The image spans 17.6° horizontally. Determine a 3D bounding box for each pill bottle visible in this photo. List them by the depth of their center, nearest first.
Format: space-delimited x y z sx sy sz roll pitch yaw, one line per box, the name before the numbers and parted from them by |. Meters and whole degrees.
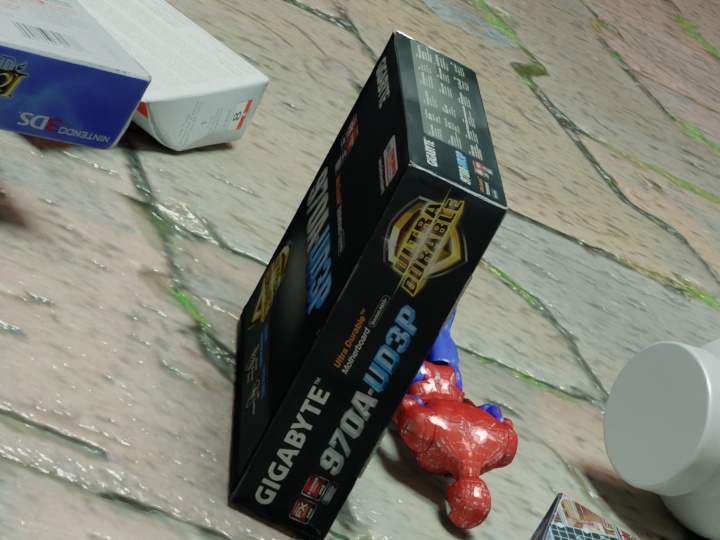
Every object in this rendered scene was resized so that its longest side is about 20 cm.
pill bottle | 0.218 0.093 1.180 0.199 0.105 0.104 18 21 -36

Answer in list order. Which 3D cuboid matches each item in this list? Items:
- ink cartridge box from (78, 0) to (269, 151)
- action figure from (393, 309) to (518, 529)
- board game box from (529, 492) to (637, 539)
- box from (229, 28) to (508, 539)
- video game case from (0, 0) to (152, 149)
ink cartridge box | -0.163 -0.120 1.260 0.162 0.050 0.200 37 27 18
action figure | 0.030 0.051 1.082 0.065 0.052 0.200 17 26 -22
board game box | 0.115 0.167 0.923 0.135 0.035 0.200 32 17 4
box | 0.000 0.000 0.985 0.046 0.160 0.200 26 19 -10
video game case | -0.217 -0.131 1.016 0.199 0.046 0.181 11 29 -47
